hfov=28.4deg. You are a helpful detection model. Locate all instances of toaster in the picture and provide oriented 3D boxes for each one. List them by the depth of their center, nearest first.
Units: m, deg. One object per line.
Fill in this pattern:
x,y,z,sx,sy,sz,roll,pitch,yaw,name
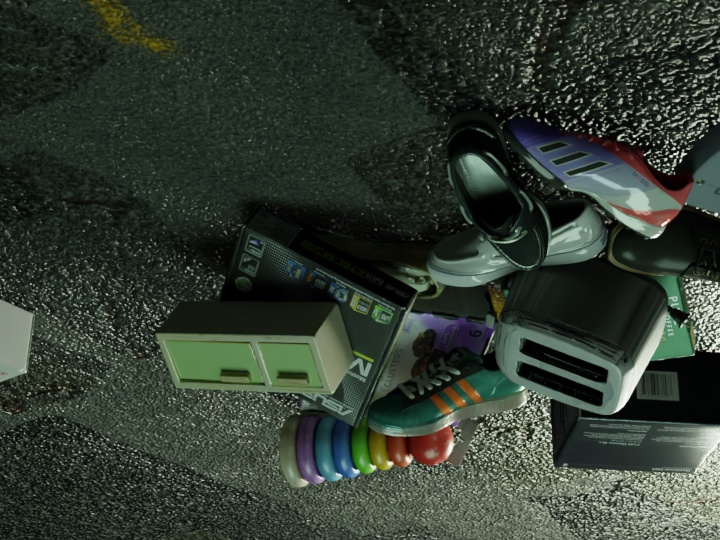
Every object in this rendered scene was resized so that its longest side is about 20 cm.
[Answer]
0.234,0.065,1.495,0.198,0.129,0.114,21,139,17,toaster

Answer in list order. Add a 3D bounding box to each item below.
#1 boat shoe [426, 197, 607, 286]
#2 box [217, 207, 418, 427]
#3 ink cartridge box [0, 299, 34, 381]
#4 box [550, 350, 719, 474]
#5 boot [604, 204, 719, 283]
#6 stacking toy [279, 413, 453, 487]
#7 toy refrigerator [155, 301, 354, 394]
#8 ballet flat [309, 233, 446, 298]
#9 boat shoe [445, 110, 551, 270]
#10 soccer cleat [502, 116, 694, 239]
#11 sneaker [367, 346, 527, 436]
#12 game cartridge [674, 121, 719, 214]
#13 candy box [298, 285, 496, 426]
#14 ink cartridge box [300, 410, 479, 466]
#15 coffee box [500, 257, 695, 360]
0.155,-0.039,1.489,0.198,0.074,0.066,-14,135,20,boat shoe
-0.057,0.054,1.549,0.199,0.048,0.194,28,129,6,box
-0.519,0.089,1.748,0.199,0.085,0.144,-19,147,36,ink cartridge box
0.361,0.183,1.855,0.198,0.105,0.183,4,152,-3,box
0.361,-0.012,1.432,0.198,0.138,0.078,-1,110,-15,boot
0.010,0.204,1.642,0.198,0.086,0.085,-5,152,19,stacking toy
-0.115,0.083,1.524,0.198,0.070,0.076,0,123,27,toy refrigerator
0.000,0.000,1.562,0.198,0.071,0.071,4,153,-3,ballet flat
0.131,-0.062,1.380,0.075,0.061,0.200,-17,130,24,boat shoe
0.226,-0.104,1.353,0.199,0.068,0.073,28,119,-19,soccer cleat
0.097,0.126,1.603,0.198,0.071,0.081,-13,114,-21,sneaker
0.396,-0.112,1.356,0.132,0.041,0.200,11,151,-24,game cartridge
0.038,0.091,1.659,0.198,0.072,0.169,7,126,-14,candy box
0.039,0.185,1.763,0.199,0.161,0.050,29,109,6,ink cartridge box
0.270,0.048,1.605,0.198,0.044,0.124,-10,117,20,coffee box
